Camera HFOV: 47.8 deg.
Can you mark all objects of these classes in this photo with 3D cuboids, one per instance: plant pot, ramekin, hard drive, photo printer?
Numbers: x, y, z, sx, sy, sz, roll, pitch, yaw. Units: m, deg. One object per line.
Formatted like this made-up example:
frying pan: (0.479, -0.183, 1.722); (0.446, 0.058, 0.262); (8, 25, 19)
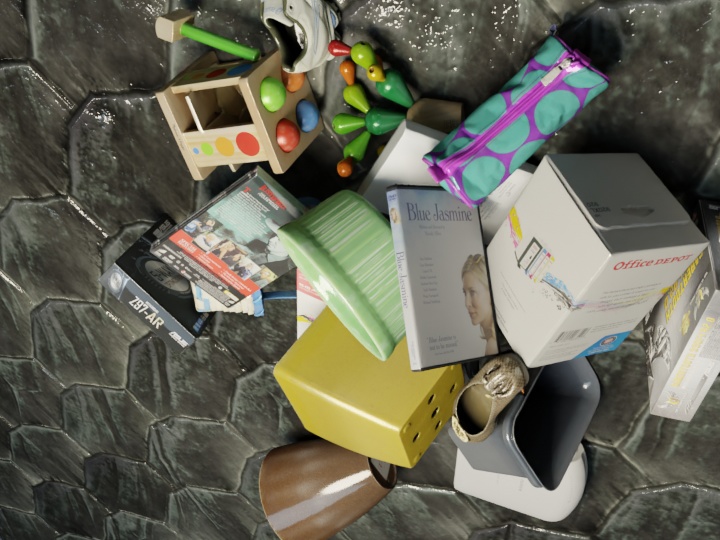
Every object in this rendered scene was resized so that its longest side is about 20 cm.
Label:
plant pot: (0.032, 0.149, 1.104); (0.176, 0.200, 0.200); (30, 157, 27)
ramekin: (0.000, 0.000, 0.965); (0.200, 0.098, 0.200); (49, 172, 10)
plant pot: (-0.042, 0.367, 1.424); (0.200, 0.187, 0.187); (-28, 111, 25)
hard drive: (0.112, -0.099, 0.981); (0.199, 0.026, 0.132); (16, 138, -20)
photo printer: (0.250, 0.306, 1.270); (0.199, 0.070, 0.167); (15, 132, 17)

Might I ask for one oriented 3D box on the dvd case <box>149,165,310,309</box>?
dvd case: (-0.154, -0.036, 1.058); (0.200, 0.022, 0.146); (-31, 126, 28)

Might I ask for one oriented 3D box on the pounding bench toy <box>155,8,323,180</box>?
pounding bench toy: (-0.152, -0.232, 1.005); (0.155, 0.124, 0.201); (-1, 126, 29)

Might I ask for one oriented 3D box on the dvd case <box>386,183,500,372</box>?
dvd case: (0.095, 0.004, 0.907); (0.018, 0.142, 0.201); (-13, 84, 46)

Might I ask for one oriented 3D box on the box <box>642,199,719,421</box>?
box: (0.378, 0.047, 0.921); (0.048, 0.159, 0.200); (12, 133, 6)

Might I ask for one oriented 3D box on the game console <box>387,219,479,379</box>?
game console: (0.082, 0.039, 1.071); (0.116, 0.176, 0.200); (-12, 148, 2)

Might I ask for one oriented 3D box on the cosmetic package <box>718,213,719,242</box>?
cosmetic package: (0.455, -0.095, 0.799); (0.081, 0.113, 0.200); (34, 136, -1)

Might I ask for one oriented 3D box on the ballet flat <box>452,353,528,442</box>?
ballet flat: (0.145, 0.161, 0.982); (0.067, 0.046, 0.200); (52, 151, 17)

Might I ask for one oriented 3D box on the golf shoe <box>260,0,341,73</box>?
golf shoe: (-0.080, -0.320, 0.914); (0.078, 0.097, 0.201); (0, 124, 31)

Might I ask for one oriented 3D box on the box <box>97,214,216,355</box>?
box: (-0.284, 0.016, 1.229); (0.044, 0.200, 0.160); (-40, 102, 23)

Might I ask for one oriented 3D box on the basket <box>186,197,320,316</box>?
basket: (-0.151, -0.025, 1.181); (0.199, 0.139, 0.177); (-2, 128, -5)

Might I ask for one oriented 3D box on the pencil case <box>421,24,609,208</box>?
pencil case: (0.162, -0.158, 0.866); (0.200, 0.092, 0.085); (-43, 76, 12)

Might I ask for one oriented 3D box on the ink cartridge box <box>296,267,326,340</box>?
ink cartridge box: (-0.037, 0.051, 1.180); (0.067, 0.117, 0.201); (21, 133, 20)

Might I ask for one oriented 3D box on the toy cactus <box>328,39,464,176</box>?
toy cactus: (0.040, -0.182, 0.977); (0.164, 0.102, 0.201); (0, 118, 16)

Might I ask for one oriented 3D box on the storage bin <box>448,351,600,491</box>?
storage bin: (0.213, 0.186, 1.113); (0.134, 0.200, 0.146); (-12, 120, 46)

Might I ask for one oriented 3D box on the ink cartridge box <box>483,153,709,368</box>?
ink cartridge box: (0.250, -0.013, 0.917); (0.145, 0.147, 0.200); (64, 146, 32)
